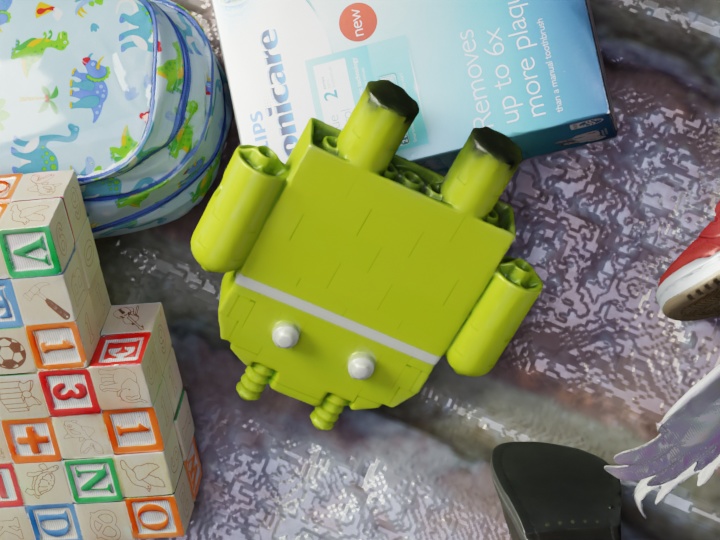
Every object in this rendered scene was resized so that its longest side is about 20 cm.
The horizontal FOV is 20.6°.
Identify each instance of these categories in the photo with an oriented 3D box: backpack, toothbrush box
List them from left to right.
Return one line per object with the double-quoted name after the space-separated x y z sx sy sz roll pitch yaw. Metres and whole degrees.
-0.170 -0.088 1.092 0.198 0.154 0.165 7 71 -3 "backpack"
0.028 -0.125 1.079 0.198 0.085 0.148 -12 83 10 "toothbrush box"

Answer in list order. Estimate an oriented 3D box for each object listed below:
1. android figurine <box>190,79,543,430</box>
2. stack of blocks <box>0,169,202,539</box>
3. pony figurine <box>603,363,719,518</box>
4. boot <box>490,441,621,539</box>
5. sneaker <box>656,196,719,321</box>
0.000 0.000 1.046 0.181 0.041 0.201 24 118 -15 "android figurine"
-0.162 0.049 1.054 0.114 0.059 0.201 -5 120 10 "stack of blocks"
0.225 0.066 0.959 0.200 0.167 0.193 41 87 11 "pony figurine"
0.097 0.202 1.027 0.069 0.200 0.175 3 117 -11 "boot"
0.224 -0.065 1.046 0.199 0.071 0.113 -35 67 16 "sneaker"
